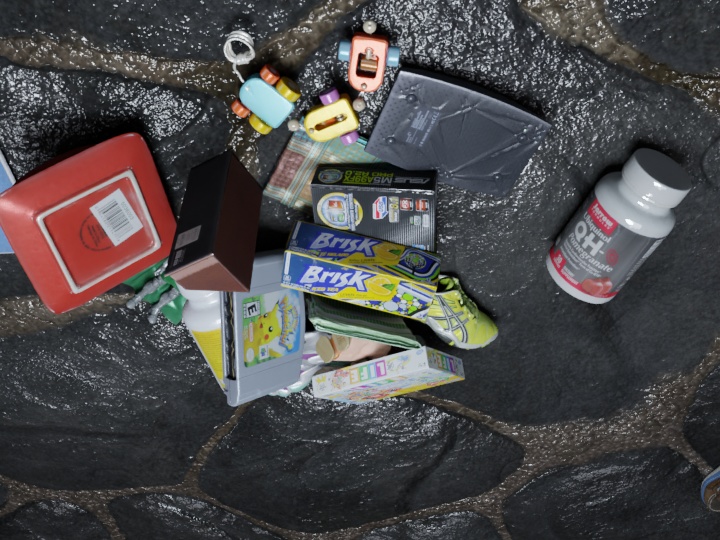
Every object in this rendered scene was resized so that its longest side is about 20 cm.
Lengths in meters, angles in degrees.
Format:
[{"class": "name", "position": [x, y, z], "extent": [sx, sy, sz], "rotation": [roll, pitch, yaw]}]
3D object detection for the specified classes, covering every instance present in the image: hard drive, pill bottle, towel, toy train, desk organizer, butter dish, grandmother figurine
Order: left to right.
[{"class": "butter dish", "position": [-0.367, -0.081, 0.980], "extent": [0.199, 0.148, 0.200], "rotation": [-32, 136, -23]}, {"class": "desk organizer", "position": [-0.180, -0.054, 0.951], "extent": [0.072, 0.200, 0.077], "rotation": [-22, 131, 20]}, {"class": "pill bottle", "position": [-0.187, 0.077, 1.079], "extent": [0.112, 0.112, 0.200], "rotation": [-12, 122, 14]}, {"class": "toy train", "position": [-0.055, -0.228, 0.884], "extent": [0.200, 0.056, 0.150], "rotation": [4, 123, 2]}, {"class": "towel", "position": [-0.015, -0.116, 1.004], "extent": [0.200, 0.022, 0.147], "rotation": [20, 129, -18]}, {"class": "towel", "position": [-0.004, 0.062, 1.074], "extent": [0.152, 0.200, 0.023], "rotation": [13, 99, -10]}, {"class": "grandmother figurine", "position": [0.033, 0.117, 1.166], "extent": [0.200, 0.061, 0.121], "rotation": [12, 146, -44]}, {"class": "hard drive", "position": [0.118, -0.173, 0.932], "extent": [0.200, 0.042, 0.135], "rotation": [16, 133, -12]}, {"class": "pill bottle", "position": [0.340, -0.059, 0.987], "extent": [0.111, 0.111, 0.200], "rotation": [15, 132, -12]}]

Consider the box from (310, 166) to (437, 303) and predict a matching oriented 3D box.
[{"class": "box", "position": [0.023, -0.043, 1.012], "extent": [0.160, 0.044, 0.200], "rotation": [4, 132, 9]}]

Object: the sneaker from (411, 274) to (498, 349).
[{"class": "sneaker", "position": [0.135, 0.055, 1.131], "extent": [0.200, 0.075, 0.076], "rotation": [26, 130, -23]}]

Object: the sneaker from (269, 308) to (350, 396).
[{"class": "sneaker", "position": [-0.110, 0.116, 1.205], "extent": [0.200, 0.078, 0.140], "rotation": [-32, 124, 17]}]

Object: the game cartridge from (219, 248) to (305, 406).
[{"class": "game cartridge", "position": [-0.132, 0.074, 1.031], "extent": [0.040, 0.133, 0.200], "rotation": [7, 104, 35]}]

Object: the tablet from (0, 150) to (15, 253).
[{"class": "tablet", "position": [-0.533, -0.099, 1.050], "extent": [0.130, 0.014, 0.200], "rotation": [-2, 135, 4]}]

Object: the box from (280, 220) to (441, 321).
[{"class": "box", "position": [0.000, 0.000, 0.983], "extent": [0.200, 0.064, 0.070], "rotation": [13, 134, 0]}]

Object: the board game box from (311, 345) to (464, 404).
[{"class": "board game box", "position": [0.044, 0.167, 1.168], "extent": [0.200, 0.034, 0.134], "rotation": [-19, 157, 27]}]

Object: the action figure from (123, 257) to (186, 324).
[{"class": "action figure", "position": [-0.267, 0.004, 1.115], "extent": [0.118, 0.055, 0.200], "rotation": [37, 121, -25]}]

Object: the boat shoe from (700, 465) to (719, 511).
[{"class": "boat shoe", "position": [0.726, 0.427, 1.465], "extent": [0.072, 0.072, 0.200], "rotation": [1, 134, 1]}]
